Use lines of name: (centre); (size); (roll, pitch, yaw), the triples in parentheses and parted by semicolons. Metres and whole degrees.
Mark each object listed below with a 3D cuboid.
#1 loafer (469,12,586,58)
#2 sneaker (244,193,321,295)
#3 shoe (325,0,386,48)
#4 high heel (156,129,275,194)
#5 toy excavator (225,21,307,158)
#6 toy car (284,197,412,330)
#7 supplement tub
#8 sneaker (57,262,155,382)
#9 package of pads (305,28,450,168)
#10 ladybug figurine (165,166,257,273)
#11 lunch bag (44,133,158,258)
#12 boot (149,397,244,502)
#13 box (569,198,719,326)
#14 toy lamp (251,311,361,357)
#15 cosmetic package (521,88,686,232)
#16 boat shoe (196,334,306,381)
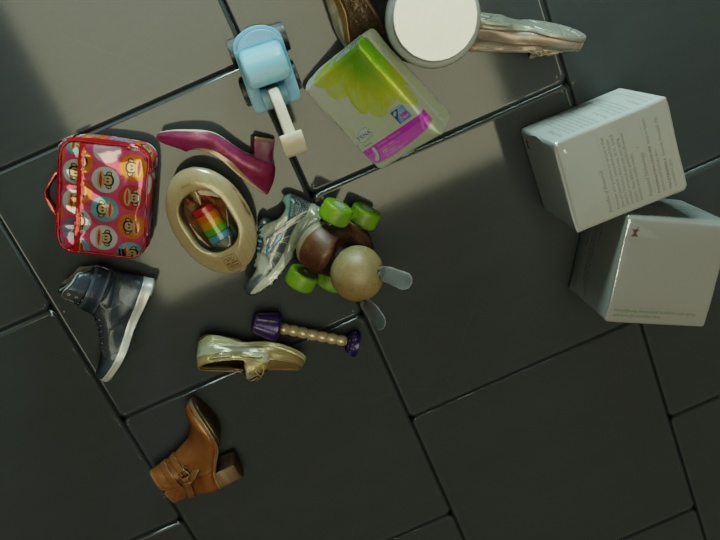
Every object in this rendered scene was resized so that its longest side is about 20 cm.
loafer: (0.276, -0.390, 1.289); (0.200, 0.072, 0.063); (9, 124, -4)
sneaker: (-0.152, -0.047, 1.343); (0.086, 0.078, 0.200); (36, 94, -5)
shoe: (-0.013, -0.418, 1.243); (0.070, 0.053, 0.200); (-30, 116, -13)
high heel: (-0.242, -0.184, 1.279); (0.200, 0.067, 0.096); (3, 98, -23)
toy excavator: (-0.138, -0.283, 1.188); (0.100, 0.200, 0.195); (-18, 110, -1)
toy car: (0.000, 0.000, 1.286); (0.158, 0.200, 0.164); (1, 123, -53)
supplement tub: (0.109, -0.388, 1.179); (0.144, 0.200, 0.145); (0, 106, 2)
sneaker: (-0.463, 0.085, 1.324); (0.146, 0.077, 0.203); (20, 95, -25)
package of pads: (0.025, -0.275, 1.249); (0.200, 0.068, 0.154); (45, 139, -19)
ladybug figurine: (-0.250, -0.087, 1.303); (0.136, 0.072, 0.200); (-23, 108, 7)
lunch bag: (-0.434, -0.126, 1.268); (0.176, 0.082, 0.200); (6, 106, -6)
boot: (-0.330, 0.348, 1.444); (0.155, 0.074, 0.200); (-22, 107, 4)
box: (0.518, -0.022, 1.383); (0.199, 0.171, 0.200); (4, 108, -9)
toy lamp: (-0.101, 0.115, 1.406); (0.200, 0.058, 0.058); (13, 106, -15)
cosmetic package: (0.414, -0.195, 1.313); (0.200, 0.167, 0.167); (-22, 111, 1)
boat shoe: (-0.201, 0.168, 1.390); (0.200, 0.066, 0.074); (7, 148, -3)
